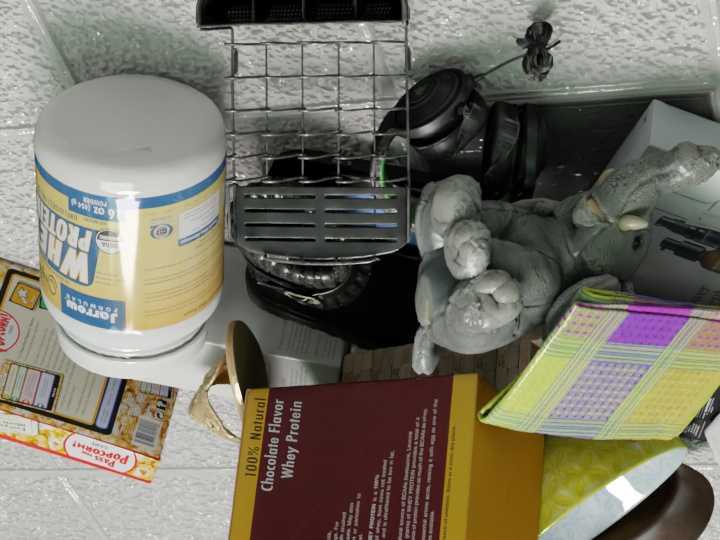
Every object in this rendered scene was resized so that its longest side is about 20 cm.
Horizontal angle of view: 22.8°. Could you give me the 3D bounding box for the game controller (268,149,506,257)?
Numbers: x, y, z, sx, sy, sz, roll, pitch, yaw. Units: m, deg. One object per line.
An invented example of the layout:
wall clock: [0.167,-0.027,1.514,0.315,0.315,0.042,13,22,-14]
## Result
game controller: [0.024,-0.047,1.416,0.199,0.042,0.105,12,142,2]

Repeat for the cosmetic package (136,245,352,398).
cosmetic package: [-0.106,0.044,1.512,0.199,0.108,0.085,11,143,4]

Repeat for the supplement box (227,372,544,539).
supplement box: [0.018,0.196,1.347,0.199,0.199,0.133,-6,155,27]

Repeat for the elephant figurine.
elephant figurine: [0.146,-0.008,1.275,0.199,0.143,0.155,-6,178,-19]

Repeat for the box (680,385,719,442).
box: [0.201,0.073,1.457,0.197,0.050,0.200,13,160,10]

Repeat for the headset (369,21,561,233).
headset: [0.085,-0.096,1.293,0.123,0.094,0.200,22,125,-14]

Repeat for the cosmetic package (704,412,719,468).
cosmetic package: [0.411,0.113,1.388,0.198,0.123,0.200,-7,147,-21]

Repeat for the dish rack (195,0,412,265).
dish rack: [-0.034,-0.103,1.264,0.152,0.055,0.201,1,97,16]

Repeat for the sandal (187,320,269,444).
sandal: [-0.105,0.118,1.456,0.069,0.078,0.212,-6,145,13]

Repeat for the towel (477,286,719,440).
towel: [0.194,0.070,1.289,0.199,0.023,0.144,5,133,-34]

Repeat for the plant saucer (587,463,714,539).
plant saucer: [0.217,0.224,1.595,0.199,0.200,0.032,-17,113,32]

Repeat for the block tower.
block tower: [0.071,0.088,1.401,0.199,0.058,0.054,-14,149,35]

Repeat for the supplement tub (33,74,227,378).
supplement tub: [-0.175,-0.032,1.370,0.144,0.145,0.201,8,126,5]

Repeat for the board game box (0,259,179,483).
board game box: [-0.257,0.085,1.570,0.199,0.152,0.046,19,142,-7]

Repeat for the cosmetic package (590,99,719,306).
cosmetic package: [0.248,-0.031,1.369,0.150,0.052,0.200,20,143,-7]

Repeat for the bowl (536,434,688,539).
bowl: [0.160,0.162,1.469,0.199,0.108,0.200,-31,161,-12]

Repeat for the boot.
boot: [-0.001,0.002,1.398,0.210,0.080,0.158,11,159,3]
